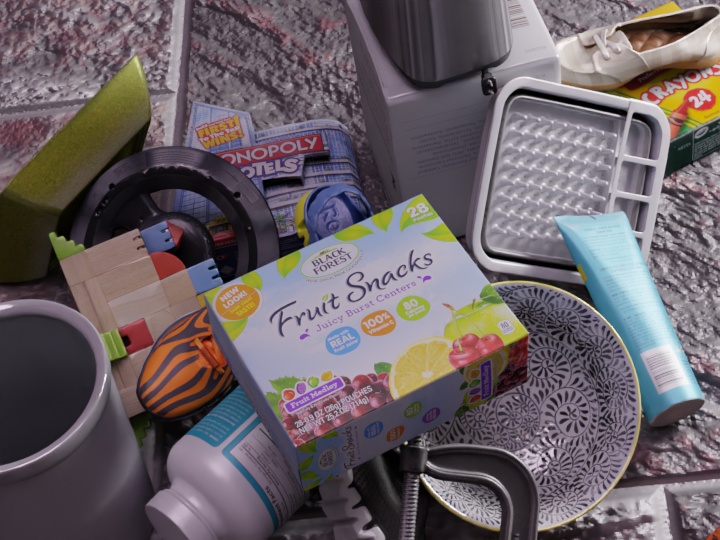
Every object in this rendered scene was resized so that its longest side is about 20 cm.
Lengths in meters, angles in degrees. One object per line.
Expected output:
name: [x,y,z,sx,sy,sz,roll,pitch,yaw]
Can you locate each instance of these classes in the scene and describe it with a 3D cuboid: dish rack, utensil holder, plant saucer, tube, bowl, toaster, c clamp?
dish rack: [0.181,-0.078,1.451,0.199,0.173,0.043,7,5,-32]
utensil holder: [-0.266,0.152,1.327,0.168,0.201,0.171,-4,49,5]
plant saucer: [-0.271,-0.083,1.558,0.048,0.200,0.200,37,61,3]
tube: [0.235,0.035,1.401,0.077,0.050,0.201,-3,61,-34]
bowl: [0.125,0.114,1.340,0.199,0.094,0.203,0,83,-3]
toaster: [0.061,-0.254,1.399,0.113,0.130,0.201,-19,50,-6]
c clamp: [0.058,0.210,1.262,0.169,0.027,0.202,2,82,-13]

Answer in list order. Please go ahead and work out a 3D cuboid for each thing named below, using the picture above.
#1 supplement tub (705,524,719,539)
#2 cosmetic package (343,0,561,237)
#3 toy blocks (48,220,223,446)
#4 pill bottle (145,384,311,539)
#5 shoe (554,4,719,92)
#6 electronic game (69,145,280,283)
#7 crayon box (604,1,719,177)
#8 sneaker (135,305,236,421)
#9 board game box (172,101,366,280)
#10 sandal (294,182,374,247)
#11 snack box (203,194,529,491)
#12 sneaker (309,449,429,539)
supplement tub: [0.336,0.268,1.172,0.122,0.123,0.200,-27,50,-13]
cosmetic package: [0.091,-0.161,1.533,0.165,0.201,0.168,-15,48,-4]
toy blocks: [-0.174,0.037,1.434,0.136,0.100,0.201,-23,85,-6]
pill bottle: [-0.085,0.155,1.352,0.110,0.111,0.200,32,61,32]
shoe: [0.262,-0.219,1.553,0.198,0.054,0.070,-12,53,-20]
electronic game: [-0.172,-0.014,1.492,0.198,0.042,0.202,0,92,6]
crayon box: [0.299,-0.194,1.625,0.126,0.051,0.200,-26,50,-12]
sneaker: [-0.103,0.045,1.355,0.200,0.112,0.078,-42,92,-18]
board game box: [-0.100,-0.093,1.602,0.198,0.062,0.201,-13,49,-1]
sandal: [0.000,0.000,1.464,0.079,0.087,0.201,-27,74,-16]
snack box: [0.003,0.051,1.247,0.199,0.068,0.169,-23,52,-15]
sneaker: [0.007,0.169,1.304,0.090,0.201,0.066,-24,4,-37]
